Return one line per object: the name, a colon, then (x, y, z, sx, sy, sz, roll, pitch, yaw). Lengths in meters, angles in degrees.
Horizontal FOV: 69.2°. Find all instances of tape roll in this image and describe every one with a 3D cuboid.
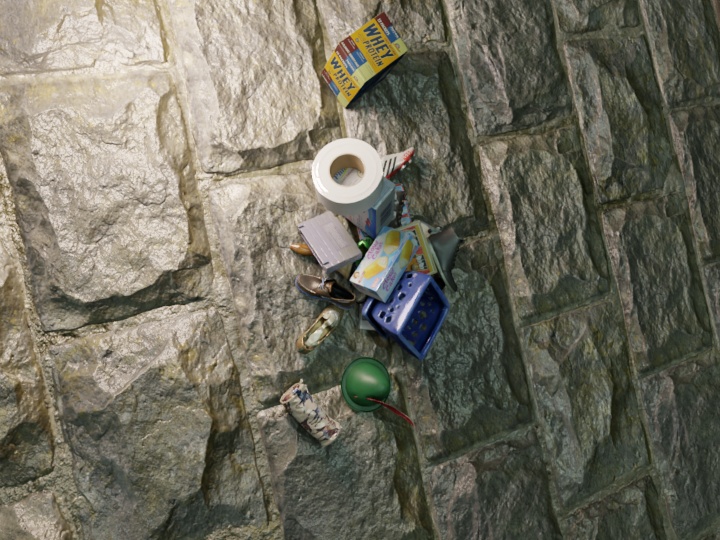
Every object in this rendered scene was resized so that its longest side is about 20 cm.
tape roll: (-0.033, -0.258, 1.436, 0.196, 0.071, 0.209, -1, 67, 3)

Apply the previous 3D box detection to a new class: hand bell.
hand bell: (-0.121, -0.046, 1.594, 0.194, 0.104, 0.107, 15, 80, -5)

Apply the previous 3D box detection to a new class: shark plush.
shark plush: (0.269, -0.125, 1.747, 0.194, 0.092, 0.085, 2, 46, -14)

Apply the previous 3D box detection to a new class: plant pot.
plant pot: (0.129, 0.119, 1.565, 0.203, 0.177, 0.200, -59, 141, -15)

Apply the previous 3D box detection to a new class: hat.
hat: (0.056, 0.352, 1.559, 0.195, 0.175, 0.171, 18, 79, -18)

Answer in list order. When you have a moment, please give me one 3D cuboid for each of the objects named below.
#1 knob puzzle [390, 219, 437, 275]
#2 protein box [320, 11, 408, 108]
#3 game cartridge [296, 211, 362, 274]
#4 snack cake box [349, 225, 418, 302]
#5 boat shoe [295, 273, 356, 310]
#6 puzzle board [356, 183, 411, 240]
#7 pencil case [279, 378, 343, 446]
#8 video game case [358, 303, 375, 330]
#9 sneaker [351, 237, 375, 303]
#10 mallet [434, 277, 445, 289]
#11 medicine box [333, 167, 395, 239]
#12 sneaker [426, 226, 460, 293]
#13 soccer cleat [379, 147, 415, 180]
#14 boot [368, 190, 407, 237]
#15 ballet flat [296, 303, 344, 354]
knob puzzle: (0.124, -0.037, 1.633, 0.212, 0.031, 0.227, 0, 107, -1)
protein box: (0.009, -0.649, 1.626, 0.198, 0.199, 0.136, -41, 99, -19)
game cartridge: (-0.093, -0.088, 1.567, 0.127, 0.039, 0.201, -20, 54, -23)
snack cake box: (0.070, -0.021, 1.528, 0.203, 0.113, 0.067, -58, 138, -14)
boat shoe: (-0.100, 0.051, 1.572, 0.195, 0.073, 0.074, 20, 63, -8)
puzzle board: (0.070, -0.192, 1.704, 0.195, 0.017, 0.155, -14, 90, -22)
pencil case: (-0.141, 0.421, 1.531, 0.089, 0.078, 0.201, -41, 99, 1)
video game case: (0.084, 0.092, 1.679, 0.177, 0.023, 0.207, 7, 82, -20)
sneaker: (0.000, 0.000, 1.603, 0.076, 0.085, 0.207, 6, 95, 22)
mallet: (0.201, -0.005, 1.727, 0.066, 0.041, 0.201, -41, 96, -24)
medicine box: (0.000, -0.223, 1.557, 0.198, 0.183, 0.103, 36, 72, 16)
sneaker: (0.292, -0.033, 1.678, 0.104, 0.075, 0.204, -26, 101, 6)
soccer cleat: (0.100, -0.353, 1.706, 0.200, 0.068, 0.086, -44, 96, -17)
boot: (0.122, -0.169, 1.675, 0.195, 0.069, 0.179, 17, 81, -17)
ballet flat: (-0.111, 0.174, 1.573, 0.070, 0.065, 0.201, 44, 71, -9)
